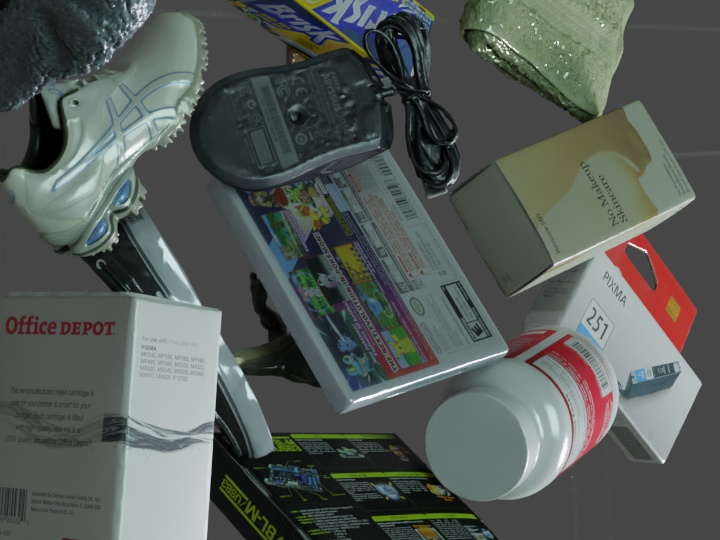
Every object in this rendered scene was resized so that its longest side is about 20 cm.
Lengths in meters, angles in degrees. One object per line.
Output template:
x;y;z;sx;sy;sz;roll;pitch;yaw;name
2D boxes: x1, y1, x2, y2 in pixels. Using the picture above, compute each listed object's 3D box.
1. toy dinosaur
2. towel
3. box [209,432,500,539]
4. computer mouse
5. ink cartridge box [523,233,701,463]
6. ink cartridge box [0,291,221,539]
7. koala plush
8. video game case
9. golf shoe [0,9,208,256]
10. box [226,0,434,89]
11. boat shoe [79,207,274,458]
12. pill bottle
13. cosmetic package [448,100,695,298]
-0.050;0.048;1.562;0.199;0.047;0.089;3;93;-43;toy dinosaur
0.164;-0.223;1.797;0.199;0.036;0.149;29;68;-42;towel
0.006;0.189;1.517;0.199;0.193;0.048;4;118;-46;box
-0.033;-0.105;1.530;0.199;0.053;0.140;-12;81;-19;computer mouse
0.242;0.044;1.865;0.200;0.045;0.177;49;57;-34;ink cartridge box
-0.171;0.118;1.357;0.084;0.144;0.202;10;82;-47;ink cartridge box
-0.183;-0.233;1.354;0.178;0.183;0.200;61;38;-25;koala plush
0.000;0.000;1.559;0.182;0.023;0.201;-14;68;-45;video game case
-0.174;-0.111;1.417;0.097;0.078;0.201;40;60;-31;golf shoe
-0.034;-0.208;1.570;0.200;0.064;0.071;34;66;-41;box
-0.128;0.052;1.460;0.056;0.069;0.201;-31;104;-9;boat shoe
0.126;0.116;1.653;0.200;0.111;0.113;-23;106;-64;pill bottle
0.180;-0.062;1.754;0.199;0.071;0.106;-25;82;-42;cosmetic package
